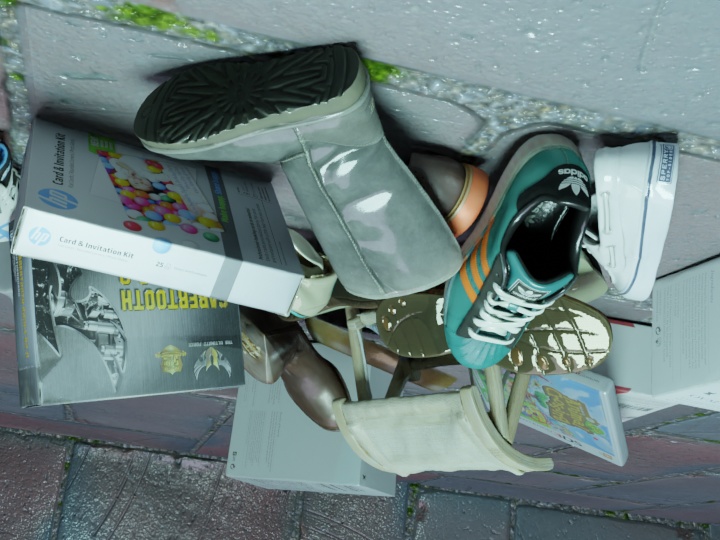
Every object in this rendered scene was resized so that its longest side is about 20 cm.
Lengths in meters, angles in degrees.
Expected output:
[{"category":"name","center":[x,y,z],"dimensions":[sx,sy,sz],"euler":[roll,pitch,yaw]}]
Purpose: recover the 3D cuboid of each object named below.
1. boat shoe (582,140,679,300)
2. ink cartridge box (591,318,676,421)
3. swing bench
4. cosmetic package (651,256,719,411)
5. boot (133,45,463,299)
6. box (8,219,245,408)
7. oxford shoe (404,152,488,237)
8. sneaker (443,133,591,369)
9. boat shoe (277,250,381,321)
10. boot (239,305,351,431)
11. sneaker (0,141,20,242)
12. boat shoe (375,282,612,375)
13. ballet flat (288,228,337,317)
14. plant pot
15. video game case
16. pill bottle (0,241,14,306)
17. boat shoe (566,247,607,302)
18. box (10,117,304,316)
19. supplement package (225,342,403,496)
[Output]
[{"category":"boat shoe","center":[0.198,-0.039,0.757],"dimensions":[0.065,0.074,0.200],"euler":[7,153,13]},{"category":"ink cartridge box","center":[0.276,0.122,1.188],"dimensions":[0.146,0.084,0.200],"euler":[11,162,-8]},{"category":"swing bench","center":[0.079,0.097,0.987],"dimensions":[0.129,0.202,0.198],"euler":[20,158,-37]},{"category":"cosmetic package","center":[0.403,0.061,0.893],"dimensions":[0.198,0.124,0.200],"euler":[12,160,-17]},{"category":"boot","center":[-0.037,-0.056,0.695],"dimensions":[0.180,0.073,0.200],"euler":[-1,149,23]},{"category":"box","center":[-0.201,0.033,0.876],"dimensions":[0.199,0.160,0.048],"euler":[1,169,-40]},{"category":"oxford shoe","center":[0.020,-0.045,0.803],"dimensions":[0.072,0.072,0.200],"euler":[24,149,-20]},{"category":"sneaker","center":[0.110,0.004,0.720],"dimensions":[0.071,0.080,0.201],"euler":[12,124,-9]},{"category":"boat shoe","center":[0.000,0.000,0.959],"dimensions":[0.199,0.072,0.076],"euler":[-11,-179,43]},{"category":"boot","center":[-0.078,0.107,1.067],"dimensions":[0.064,0.187,0.200],"euler":[-36,178,3]},{"category":"sneaker","center":[-0.306,-0.072,0.815],"dimensions":[0.072,0.072,0.200],"euler":[-4,164,7]},{"category":"boat shoe","center":[0.114,0.039,0.833],"dimensions":[0.199,0.073,0.068],"euler":[4,-162,26]},{"category":"ballet flat","center":[-0.102,-0.028,0.887],"dimensions":[0.199,0.070,0.069],"euler":[29,154,-25]},{"category":"plant pot","center":[0.020,0.102,1.196],"dimensions":[0.199,0.028,0.200],"euler":[22,176,2]},{"category":"video game case","center":[0.205,0.141,1.117],"dimensions":[0.181,0.022,0.200],"euler":[20,157,30]},{"category":"pill bottle","center":[-0.274,0.015,1.005],"dimensions":[0.109,0.110,0.200],"euler":[-4,159,29]},{"category":"boat shoe","center":[0.169,-0.009,0.861],"dimensions":[0.073,0.064,0.201],"euler":[-15,160,12]},{"category":"box","center":[-0.152,-0.042,0.745],"dimensions":[0.199,0.041,0.156],"euler":[13,-154,-22]},{"category":"supplement package","center":[-0.058,0.209,1.397],"dimensions":[0.198,0.193,0.147],"euler":[0,162,22]}]
